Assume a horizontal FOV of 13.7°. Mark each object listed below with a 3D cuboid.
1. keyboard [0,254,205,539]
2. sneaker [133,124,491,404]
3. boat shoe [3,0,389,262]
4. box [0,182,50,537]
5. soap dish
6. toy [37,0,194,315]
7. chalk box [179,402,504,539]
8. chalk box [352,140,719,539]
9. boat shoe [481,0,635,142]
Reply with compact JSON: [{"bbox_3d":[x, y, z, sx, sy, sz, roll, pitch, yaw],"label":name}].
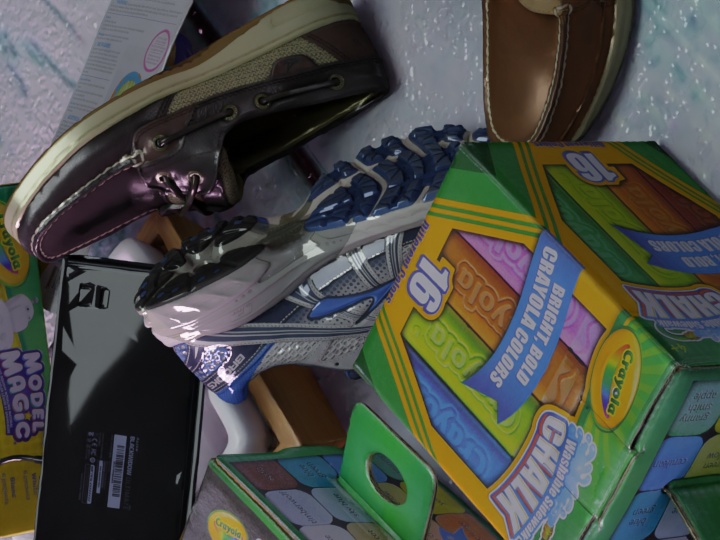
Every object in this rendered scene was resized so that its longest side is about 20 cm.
[{"bbox_3d":[-0.139,0.093,1.447,0.127,0.021,0.201,7,93,12],"label":"keyboard"},{"bbox_3d":[0.000,0.000,1.392,0.199,0.077,0.085,-23,116,14],"label":"sneaker"},{"bbox_3d":[-0.078,-0.060,1.439,0.200,0.073,0.065,-35,68,1],"label":"boat shoe"},{"bbox_3d":[-0.204,0.033,1.525,0.117,0.048,0.201,-4,95,56],"label":"box"},{"bbox_3d":[-0.099,0.091,1.517,0.200,0.081,0.158,-54,54,33],"label":"soap dish"},{"bbox_3d":[-0.119,-0.070,1.542,0.201,0.047,0.115,-64,26,-3],"label":"toy"},{"bbox_3d":[-0.008,0.159,1.388,0.124,0.124,0.201,43,120,40],"label":"chalk box"},{"bbox_3d":[0.116,0.051,1.247,0.200,0.125,0.124,46,123,35],"label":"chalk box"},{"bbox_3d":[0.077,-0.153,1.321,0.076,0.074,0.201,17,103,47],"label":"boat shoe"}]
